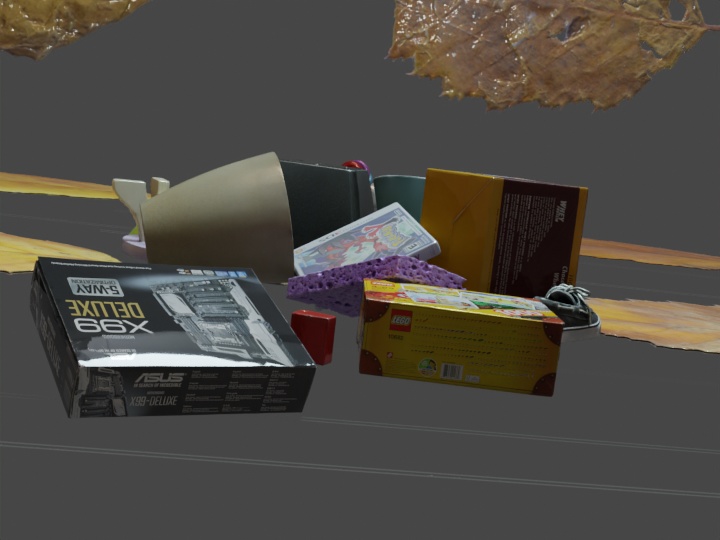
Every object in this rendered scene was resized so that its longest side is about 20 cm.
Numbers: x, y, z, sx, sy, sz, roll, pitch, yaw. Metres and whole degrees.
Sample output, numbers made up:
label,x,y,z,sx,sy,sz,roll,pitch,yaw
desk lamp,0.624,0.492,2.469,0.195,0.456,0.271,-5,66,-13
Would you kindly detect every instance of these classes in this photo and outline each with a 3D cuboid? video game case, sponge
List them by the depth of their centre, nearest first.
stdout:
label,x,y,z,sx,sy,sz,roll,pitch,yaw
sponge,0.016,0.021,1.272,0.111,0.030,0.199,19,-20,-39
video game case,-0.001,-0.024,1.481,0.181,0.023,0.200,-25,23,-5

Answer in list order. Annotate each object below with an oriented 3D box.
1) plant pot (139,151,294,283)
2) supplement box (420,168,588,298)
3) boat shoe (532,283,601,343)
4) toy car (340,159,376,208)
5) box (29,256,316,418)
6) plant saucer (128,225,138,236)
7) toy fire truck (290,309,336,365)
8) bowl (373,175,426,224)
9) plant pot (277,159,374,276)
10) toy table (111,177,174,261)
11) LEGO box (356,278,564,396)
label,x,y,z,sx,sy,sz,roll,pitch,yaw
plant pot,-0.208,-0.062,1.530,0.198,0.190,0.187,-8,10,-11
supplement box,0.196,-0.032,1.514,0.198,0.200,0.132,1,9,-39
boat shoe,0.273,0.053,1.442,0.073,0.069,0.198,13,9,35
toy car,-0.023,-0.280,3.466,0.173,0.152,0.200,10,7,21
box,-0.157,0.053,0.882,0.198,0.050,0.158,4,28,-30
plant saucer,-0.284,-0.073,1.958,0.198,0.048,0.200,11,7,25
toy fire truck,-0.138,0.059,1.056,0.198,0.049,0.141,9,7,21
bowl,0.109,-0.076,1.701,0.198,0.106,0.201,11,-4,1
plant pot,-0.071,-0.086,1.767,0.197,0.180,0.200,9,6,9
toy table,-0.311,-0.081,1.719,0.182,0.119,0.199,2,10,-37
LEGO box,0.097,0.066,1.120,0.197,0.078,0.149,7,7,-2
